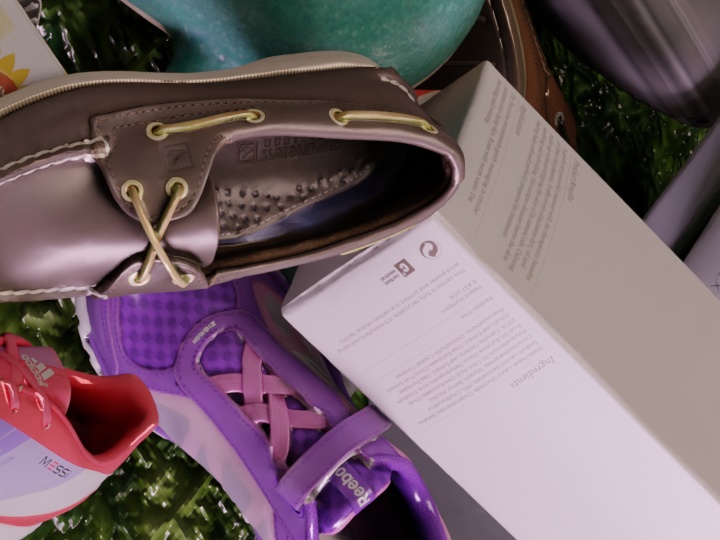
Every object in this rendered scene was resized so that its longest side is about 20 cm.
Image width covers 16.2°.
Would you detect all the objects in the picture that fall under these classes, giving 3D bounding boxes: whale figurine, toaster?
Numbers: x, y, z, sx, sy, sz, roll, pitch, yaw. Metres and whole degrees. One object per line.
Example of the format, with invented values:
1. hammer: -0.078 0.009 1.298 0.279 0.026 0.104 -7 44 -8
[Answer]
1. whale figurine: -0.048 -0.132 0.915 0.199 0.104 0.160 12 80 -5
2. toaster: 0.129 -0.152 1.142 0.114 0.200 0.129 -43 133 -4

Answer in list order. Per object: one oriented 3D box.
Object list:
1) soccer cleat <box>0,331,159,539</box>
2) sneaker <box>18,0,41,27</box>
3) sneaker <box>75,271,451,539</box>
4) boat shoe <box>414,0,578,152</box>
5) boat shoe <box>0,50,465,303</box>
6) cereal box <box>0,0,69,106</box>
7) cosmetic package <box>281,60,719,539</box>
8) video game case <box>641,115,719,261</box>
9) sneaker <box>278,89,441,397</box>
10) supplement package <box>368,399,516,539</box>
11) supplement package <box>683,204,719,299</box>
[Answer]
1. soccer cleat: -0.134 0.042 0.797 0.068 0.073 0.200 65 14 20
2. sneaker: -0.151 -0.134 0.872 0.077 0.085 0.201 6 101 -24
3. sneaker: -0.026 0.062 0.946 0.080 0.088 0.200 -39 104 -12
4. boat shoe: 0.058 -0.063 1.137 0.068 0.072 0.201 -36 123 -51
5. boat shoe: -0.059 -0.026 0.833 0.200 0.059 0.072 -13 122 -31
6. cereal box: -0.189 -0.075 0.796 0.144 0.040 0.200 -39 121 -12
7. cosmetic package: 0.077 0.033 0.959 0.200 0.085 0.108 46 34 -17
8. video game case: 0.177 -0.029 1.182 0.200 0.022 0.182 -54 160 15
9. sneaker: 0.000 0.000 1.028 0.070 0.093 0.200 52 49 -33
10. supplement package: 0.108 0.112 1.135 0.200 0.114 0.110 10 76 -50
11. supplement package: 0.227 0.015 1.155 0.117 0.117 0.200 -59 159 16
